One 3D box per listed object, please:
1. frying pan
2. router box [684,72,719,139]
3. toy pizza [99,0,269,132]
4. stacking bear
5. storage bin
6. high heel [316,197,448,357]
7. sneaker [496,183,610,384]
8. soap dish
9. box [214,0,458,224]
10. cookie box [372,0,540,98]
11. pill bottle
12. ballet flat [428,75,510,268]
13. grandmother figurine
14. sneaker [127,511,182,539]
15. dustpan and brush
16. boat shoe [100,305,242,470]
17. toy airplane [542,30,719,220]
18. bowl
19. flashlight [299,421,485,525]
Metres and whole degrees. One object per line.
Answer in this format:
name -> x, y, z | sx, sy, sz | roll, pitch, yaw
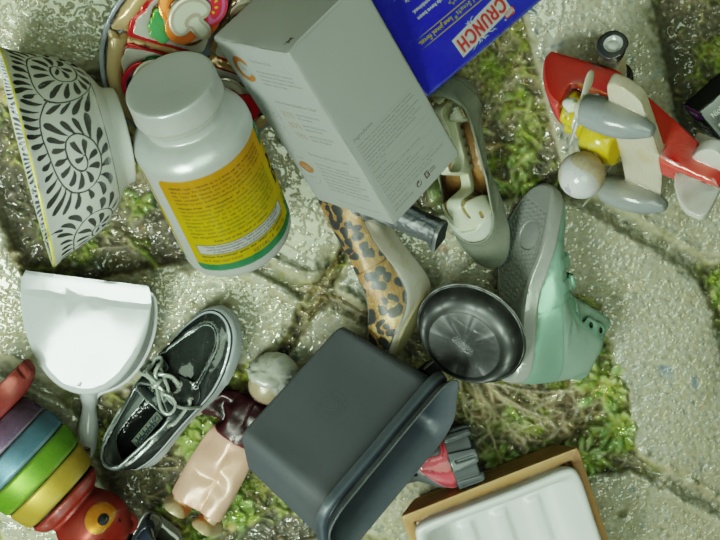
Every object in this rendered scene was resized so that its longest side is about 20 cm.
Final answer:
frying pan -> 0.077, 0.075, 1.376 | 0.189, 0.031, 0.116 | -17, 111, 34
router box -> 0.447, -0.174, 1.372 | 0.200, 0.051, 0.149 | -41, 106, 7
toy pizza -> -0.141, -0.195, 1.279 | 0.198, 0.032, 0.202 | -9, 127, -12
stacking bear -> -0.309, 0.208, 1.365 | 0.200, 0.114, 0.122 | 46, 56, -6
storage bin -> -0.015, 0.164, 1.359 | 0.134, 0.146, 0.200 | 35, 65, 20
high heel -> 0.000, 0.000, 1.392 | 0.142, 0.071, 0.201 | 27, 124, 15
sneaker -> 0.202, 0.016, 1.408 | 0.117, 0.074, 0.203 | 5, 95, -31
soap dish -> 0.158, 0.284, 1.475 | 0.198, 0.081, 0.159 | -21, 109, 1
box -> -0.020, -0.156, 1.244 | 0.098, 0.124, 0.201 | -46, 126, -18
cookie box -> 0.051, -0.286, 1.252 | 0.171, 0.075, 0.201 | -41, 110, -16
pill bottle -> -0.141, -0.097, 1.263 | 0.112, 0.113, 0.201 | -20, 136, 1
ballet flat -> 0.097, -0.088, 1.352 | 0.067, 0.064, 0.202 | -3, 110, 32
grandmother figurine -> -0.130, 0.169, 1.421 | 0.121, 0.061, 0.201 | 31, 100, -8
sneaker -> -0.273, 0.310, 1.431 | 0.200, 0.077, 0.147 | 15, 117, -21
dustpan and brush -> -0.275, 0.101, 1.389 | 0.138, 0.057, 0.202 | 7, 101, 3
boat shoe -> -0.194, 0.119, 1.380 | 0.074, 0.068, 0.200 | 46, 105, 16
toy airplane -> 0.252, -0.112, 1.295 | 0.141, 0.199, 0.200 | -40, 110, -3
bowl -> -0.259, -0.112, 1.250 | 0.093, 0.201, 0.203 | -14, 110, -14
flashlight -> 0.029, 0.218, 1.452 | 0.198, 0.068, 0.068 | -19, 94, 4
